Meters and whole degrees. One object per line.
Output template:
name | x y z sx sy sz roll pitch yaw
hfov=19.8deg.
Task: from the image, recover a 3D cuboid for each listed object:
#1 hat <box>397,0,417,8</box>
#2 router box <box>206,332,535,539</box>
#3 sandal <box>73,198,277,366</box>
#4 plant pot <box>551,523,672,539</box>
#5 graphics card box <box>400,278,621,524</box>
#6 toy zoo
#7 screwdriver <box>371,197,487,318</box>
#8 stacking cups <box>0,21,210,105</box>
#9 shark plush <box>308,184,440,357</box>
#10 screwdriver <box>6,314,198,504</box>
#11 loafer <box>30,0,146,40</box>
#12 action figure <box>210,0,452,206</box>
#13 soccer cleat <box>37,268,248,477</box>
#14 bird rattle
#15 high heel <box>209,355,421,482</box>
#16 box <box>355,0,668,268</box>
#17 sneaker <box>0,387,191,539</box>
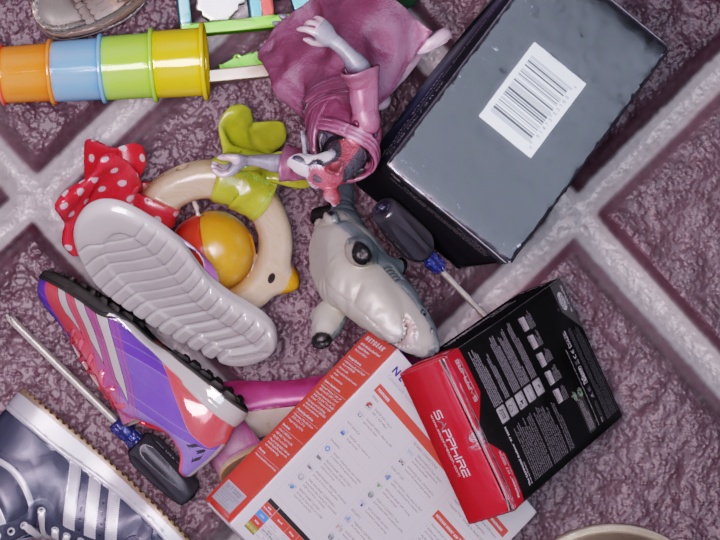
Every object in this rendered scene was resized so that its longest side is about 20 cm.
hat | -0.031 -0.315 1.602 0.175 0.165 0.202 14 107 22
router box | 0.012 0.180 1.566 0.179 0.049 0.200 -45 120 -8
sandal | -0.140 0.004 1.536 0.082 0.050 0.203 -22 133 26
plant pot | 0.214 0.304 1.572 0.198 0.183 0.203 0 89 -8
graphics card box | 0.118 0.095 1.566 0.051 0.200 0.126 -23 94 36
toy zoo | -0.084 -0.251 1.618 0.130 0.020 0.202 -6 90 -8
screwdriver | 0.072 0.006 1.587 0.200 0.029 0.028 41 49 -37
stacking cups | -0.215 -0.156 1.567 0.198 0.061 0.061 -2 89 -1
shark plush | 0.000 0.000 1.554 0.083 0.200 0.092 13 108 -21
screwdriver | -0.202 0.107 1.582 0.200 0.028 0.029 42 51 -8
loafer | -0.167 -0.242 1.568 0.199 0.063 0.072 -28 89 3
action figure | -0.017 -0.112 1.498 0.148 0.201 0.134 26 128 -28
soccer cleat | -0.178 0.073 1.551 0.199 0.068 0.073 36 89 17
bird rattle | -0.126 -0.033 1.573 0.198 0.113 0.164 -20 108 -6
high heel | -0.049 0.093 1.610 0.199 0.068 0.096 -27 53 -18
box | 0.106 -0.114 1.555 0.123 0.198 0.201 38 84 -4
sneaker | -0.217 0.194 1.564 0.200 0.070 0.109 41 79 1
